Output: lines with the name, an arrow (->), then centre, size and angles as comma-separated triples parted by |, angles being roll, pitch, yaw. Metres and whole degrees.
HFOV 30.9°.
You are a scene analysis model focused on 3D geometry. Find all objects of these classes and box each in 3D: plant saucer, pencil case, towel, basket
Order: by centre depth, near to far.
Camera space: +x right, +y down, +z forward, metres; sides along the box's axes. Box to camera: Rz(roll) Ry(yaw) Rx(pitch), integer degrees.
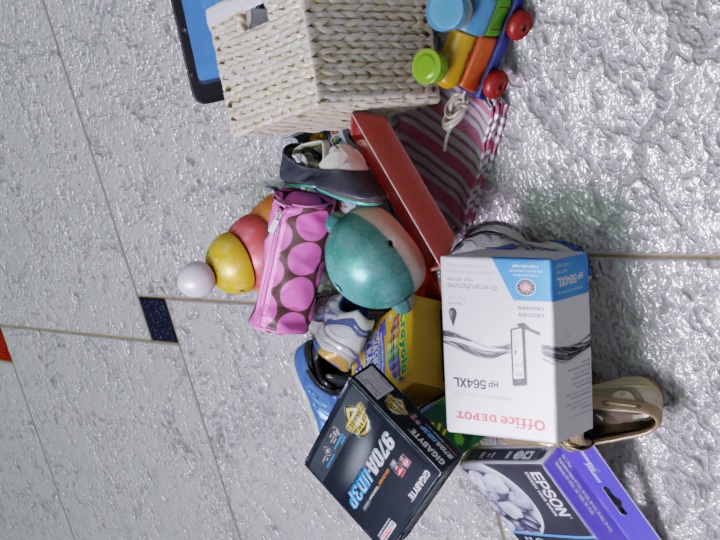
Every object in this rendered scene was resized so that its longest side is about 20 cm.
basket -> -0.042, -0.251, 1.500 | 0.198, 0.199, 0.162 | -10, 88, 51
plant saucer -> 0.053, -0.095, 1.537 | 0.200, 0.037, 0.200 | 61, 179, 1
towel -> 0.096, -0.157, 1.563 | 0.146, 0.030, 0.200 | 39, 136, 28
pencil case -> -0.095, -0.009, 1.709 | 0.090, 0.094, 0.201 | 18, 111, 22

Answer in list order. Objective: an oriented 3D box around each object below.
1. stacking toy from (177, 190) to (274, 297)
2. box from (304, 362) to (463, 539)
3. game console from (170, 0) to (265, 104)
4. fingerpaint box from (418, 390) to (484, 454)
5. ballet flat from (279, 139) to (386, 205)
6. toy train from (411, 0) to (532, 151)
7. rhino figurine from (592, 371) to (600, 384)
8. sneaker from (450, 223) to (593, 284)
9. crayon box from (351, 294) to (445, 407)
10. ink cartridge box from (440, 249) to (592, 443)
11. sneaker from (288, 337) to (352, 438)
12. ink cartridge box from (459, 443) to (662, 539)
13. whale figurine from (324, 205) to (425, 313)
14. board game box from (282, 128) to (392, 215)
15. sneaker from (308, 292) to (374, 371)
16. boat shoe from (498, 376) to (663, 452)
stacking toy -> -0.163, -0.014, 1.791 | 0.146, 0.200, 0.146 | 44, 147, 38
box -> 0.023, 0.230, 1.585 | 0.159, 0.046, 0.200 | 46, 139, 17
game console -> -0.139, -0.319, 1.664 | 0.176, 0.116, 0.201 | 11, 119, 45
fingerpaint box -> 0.087, 0.213, 1.675 | 0.073, 0.167, 0.200 | 55, 142, 5
ballet flat -> -0.039, -0.128, 1.640 | 0.200, 0.073, 0.073 | 19, 125, 52
toy train -> 0.098, -0.215, 1.423 | 0.085, 0.116, 0.201 | 36, 117, 31
rhino figurine -> 0.233, 0.185, 1.575 | 0.087, 0.060, 0.200 | 22, 131, 11
sneaker -> 0.168, -0.004, 1.524 | 0.200, 0.085, 0.077 | 5, 115, 48
crayon box -> 0.054, 0.117, 1.701 | 0.200, 0.051, 0.126 | -40, 43, 50
ink cartridge box -> 0.171, 0.080, 1.429 | 0.146, 0.084, 0.201 | 1, 97, 37
sneaker -> -0.028, 0.186, 1.861 | 0.200, 0.077, 0.111 | 64, 152, 9
ink cartridge box -> 0.248, 0.291, 1.589 | 0.200, 0.043, 0.198 | -12, 123, 50
whale figurine -> 0.000, 0.000, 1.634 | 0.159, 0.104, 0.200 | 50, 158, 0
board game box -> -0.021, -0.098, 1.724 | 0.126, 0.035, 0.201 | -12, 102, 51
sneaker -> -0.025, 0.064, 1.778 | 0.075, 0.088, 0.200 | 33, -172, -25
boat shoe -> 0.243, 0.168, 1.479 | 0.199, 0.065, 0.071 | -15, 116, 21
